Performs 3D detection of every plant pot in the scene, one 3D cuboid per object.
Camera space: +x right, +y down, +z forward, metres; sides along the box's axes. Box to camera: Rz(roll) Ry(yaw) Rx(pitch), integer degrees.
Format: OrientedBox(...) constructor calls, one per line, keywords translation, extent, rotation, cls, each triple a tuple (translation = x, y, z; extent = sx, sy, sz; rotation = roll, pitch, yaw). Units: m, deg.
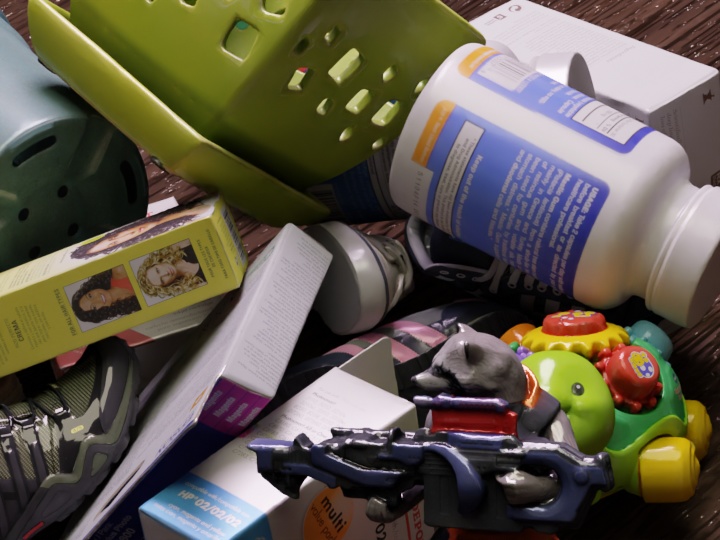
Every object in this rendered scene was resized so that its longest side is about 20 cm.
OrientedBox(translation=(-0.074, -0.148, 1.739), extent=(0.199, 0.200, 0.182), rotation=(40, 96, 29), cls="plant pot")
OrientedBox(translation=(-0.250, -0.067, 1.797), extent=(0.200, 0.201, 0.196), rotation=(-29, 41, -27), cls="plant pot")

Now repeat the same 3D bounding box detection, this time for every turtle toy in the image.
OrientedBox(translation=(0.123, 0.080, 1.609), extent=(0.145, 0.102, 0.200), rotation=(-2, 12, 13), cls="turtle toy")

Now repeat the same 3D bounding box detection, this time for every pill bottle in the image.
OrientedBox(translation=(0.051, -0.092, 1.839), extent=(0.199, 0.113, 0.112), rotation=(-6, 32, 18), cls="pill bottle")
OrientedBox(translation=(0.127, -0.046, 1.672), extent=(0.199, 0.112, 0.112), rotation=(28, 45, 16), cls="pill bottle")

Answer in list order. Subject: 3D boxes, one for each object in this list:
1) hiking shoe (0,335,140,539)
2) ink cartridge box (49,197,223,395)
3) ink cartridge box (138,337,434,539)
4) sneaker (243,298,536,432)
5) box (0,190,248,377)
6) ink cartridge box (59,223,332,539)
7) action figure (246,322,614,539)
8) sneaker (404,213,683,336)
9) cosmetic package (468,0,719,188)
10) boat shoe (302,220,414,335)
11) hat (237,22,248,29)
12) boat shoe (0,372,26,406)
OrientedBox(translation=(-0.210, 0.107, 1.637), extent=(0.200, 0.101, 0.076), rotation=(-54, 22, -16), cls="hiking shoe")
OrientedBox(translation=(-0.157, 0.021, 1.851), extent=(0.116, 0.068, 0.200), rotation=(-17, 33, -9), cls="ink cartridge box")
OrientedBox(translation=(-0.023, 0.138, 1.583), extent=(0.068, 0.116, 0.200), rotation=(23, 45, 39), cls="ink cartridge box")
OrientedBox(translation=(0.010, 0.070, 1.743), extent=(0.199, 0.071, 0.082), rotation=(-16, 16, -14), cls="sneaker")
OrientedBox(translation=(-0.168, 0.015, 1.667), extent=(0.199, 0.050, 0.075), rotation=(-22, 12, 6), cls="box")
OrientedBox(translation=(-0.104, 0.094, 1.633), extent=(0.043, 0.196, 0.200), rotation=(35, 37, -10), cls="ink cartridge box")
OrientedBox(translation=(0.046, 0.119, 1.502), extent=(0.199, 0.195, 0.105), rotation=(10, 24, 17), cls="action figure")
OrientedBox(translation=(0.115, -0.008, 1.751), extent=(0.199, 0.108, 0.071), rotation=(8, 75, 44), cls="sneaker")
OrientedBox(translation=(0.157, -0.109, 1.936), extent=(0.074, 0.102, 0.200), rotation=(-30, 36, -29), cls="cosmetic package")
OrientedBox(translation=(0.000, 0.000, 1.801), extent=(0.069, 0.071, 0.200), rotation=(-11, 3, -13), cls="boat shoe")
OrientedBox(translation=(0.006, -0.156, 1.936), extent=(0.199, 0.176, 0.167), rotation=(15, 67, -24), cls="hat")
OrientedBox(translation=(-0.269, 0.104, 1.755), extent=(0.074, 0.069, 0.199), rotation=(-43, 23, -32), cls="boat shoe")
